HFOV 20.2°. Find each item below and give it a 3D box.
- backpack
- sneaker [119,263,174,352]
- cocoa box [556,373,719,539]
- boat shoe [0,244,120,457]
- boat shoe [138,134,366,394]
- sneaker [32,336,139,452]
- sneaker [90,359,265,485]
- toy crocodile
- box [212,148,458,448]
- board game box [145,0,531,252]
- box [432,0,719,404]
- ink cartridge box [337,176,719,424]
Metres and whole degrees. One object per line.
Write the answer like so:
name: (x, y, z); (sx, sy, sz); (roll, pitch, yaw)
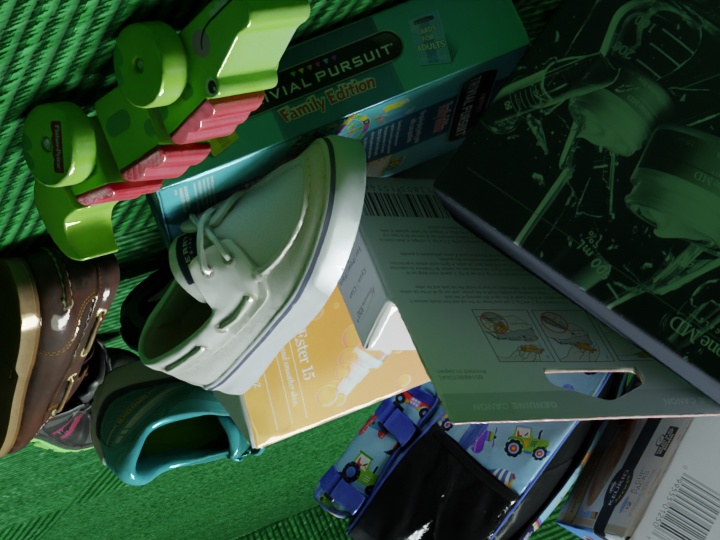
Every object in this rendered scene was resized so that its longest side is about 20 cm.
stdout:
backpack: (0.081, 0.104, 1.306); (0.200, 0.134, 0.183); (-54, 173, 5)
sneaker: (-0.067, -0.009, 1.279); (0.199, 0.071, 0.083); (-23, 149, 9)
cocoa box: (0.243, 0.113, 1.300); (0.200, 0.133, 0.131); (-60, -168, -8)
boat shoe: (-0.191, 0.052, 1.208); (0.070, 0.070, 0.200); (-14, 157, -28)
boat shoe: (-0.062, -0.003, 1.030); (0.070, 0.071, 0.200); (11, 145, -22)
sneaker: (-0.195, 0.079, 1.370); (0.084, 0.077, 0.200); (-24, 171, 23)
sneaker: (-0.068, 0.087, 1.264); (0.200, 0.080, 0.078); (-18, 126, -8)
toy crocodile: (-0.091, -0.068, 0.914); (0.067, 0.062, 0.200); (-12, 164, -46)
box: (0.000, 0.000, 1.193); (0.200, 0.125, 0.097); (-21, -149, -15)
board game box: (-0.018, -0.078, 1.060); (0.200, 0.047, 0.151); (-23, 169, -7)
box: (0.171, -0.052, 1.015); (0.182, 0.200, 0.104); (-56, 169, -1)
ink cartridge box: (0.094, 0.025, 1.081); (0.200, 0.176, 0.045); (1, 136, -28)
